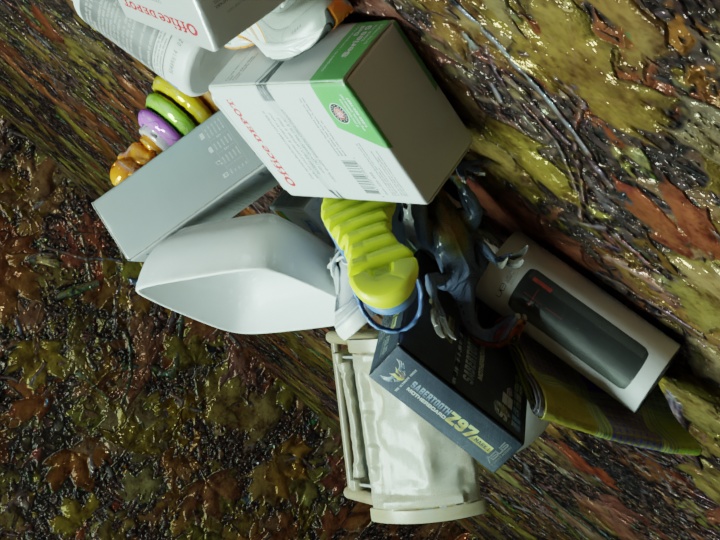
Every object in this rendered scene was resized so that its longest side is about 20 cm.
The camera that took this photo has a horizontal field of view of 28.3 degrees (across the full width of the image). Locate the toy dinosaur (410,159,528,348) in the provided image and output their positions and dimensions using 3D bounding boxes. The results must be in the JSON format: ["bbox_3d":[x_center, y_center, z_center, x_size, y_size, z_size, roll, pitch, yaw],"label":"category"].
[{"bbox_3d":[0.103,-0.020,1.361,0.201,0.104,0.183,-102,-2,-55],"label":"toy dinosaur"}]

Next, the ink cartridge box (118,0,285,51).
[{"bbox_3d":[-0.161,-0.292,1.149,0.144,0.084,0.201,28,150,44],"label":"ink cartridge box"}]

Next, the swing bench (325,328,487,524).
[{"bbox_3d":[0.047,0.165,1.590,0.200,0.128,0.202,-172,74,-80],"label":"swing bench"}]

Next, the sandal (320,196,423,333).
[{"bbox_3d":[0.014,-0.015,1.320,0.201,0.079,0.088,-100,-8,-48],"label":"sandal"}]

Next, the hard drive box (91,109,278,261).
[{"bbox_3d":[-0.170,-0.094,1.542,0.077,0.199,0.156,55,-175,5],"label":"hard drive box"}]

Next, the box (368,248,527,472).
[{"bbox_3d":[0.092,0.083,1.397,0.157,0.051,0.201,38,-154,-10],"label":"box"}]

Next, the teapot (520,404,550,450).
[{"bbox_3d":[0.172,0.113,1.615,0.200,0.144,0.200,-115,18,-59],"label":"teapot"}]

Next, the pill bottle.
[{"bbox_3d":[-0.212,-0.272,1.414,0.199,0.114,0.114,36,168,13],"label":"pill bottle"}]

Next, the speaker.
[{"bbox_3d":[0.210,0.048,1.395,0.199,0.081,0.081,37,168,14],"label":"speaker"}]

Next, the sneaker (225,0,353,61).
[{"bbox_3d":[-0.087,-0.243,1.251,0.199,0.076,0.092,14,142,52],"label":"sneaker"}]

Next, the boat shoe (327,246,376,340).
[{"bbox_3d":[0.000,0.000,1.411,0.069,0.072,0.200,45,-151,-9],"label":"boat shoe"}]

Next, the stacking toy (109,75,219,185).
[{"bbox_3d":[-0.203,-0.168,1.562,0.110,0.201,0.116,45,167,-29],"label":"stacking toy"}]

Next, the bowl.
[{"bbox_3d":[-0.110,0.003,1.483,0.198,0.076,0.199,-10,157,33],"label":"bowl"}]

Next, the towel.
[{"bbox_3d":[0.235,0.118,1.411,0.198,0.023,0.144,18,-153,-21],"label":"towel"}]

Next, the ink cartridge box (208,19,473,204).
[{"bbox_3d":[-0.021,-0.141,1.279,0.199,0.084,0.146,8,143,49],"label":"ink cartridge box"}]

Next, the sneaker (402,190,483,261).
[{"bbox_3d":[0.055,-0.073,1.447,0.080,0.077,0.200,28,173,47],"label":"sneaker"}]

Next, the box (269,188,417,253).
[{"bbox_3d":[0.018,-0.044,1.563,0.200,0.113,0.101,42,167,-22],"label":"box"}]
